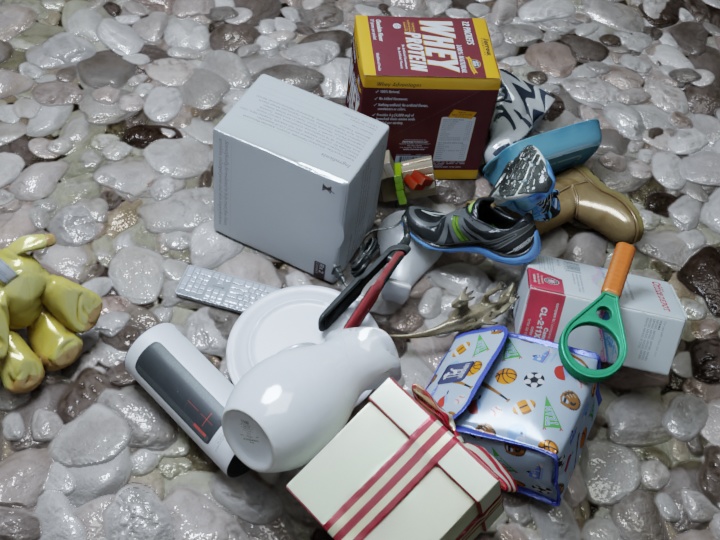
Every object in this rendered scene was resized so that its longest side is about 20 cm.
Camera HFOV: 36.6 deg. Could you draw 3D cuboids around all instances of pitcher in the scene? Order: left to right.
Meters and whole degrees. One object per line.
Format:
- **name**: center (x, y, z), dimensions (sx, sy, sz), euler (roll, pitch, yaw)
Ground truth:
- **pitcher**: center (-0.076, 0.138, 1.235), dimensions (0.171, 0.122, 0.200), euler (-1, 25, 43)

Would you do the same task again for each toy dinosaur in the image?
- **toy dinosaur**: center (0.137, 0.063, 1.412), dimensions (0.199, 0.101, 0.058), euler (-20, 75, -21)

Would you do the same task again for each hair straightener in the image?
- **hair straightener**: center (0.000, 0.000, 1.396), dimensions (0.077, 0.041, 0.200), euler (25, 63, 18)

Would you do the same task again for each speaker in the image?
- **speaker**: center (-0.192, 0.155, 1.305), dimensions (0.081, 0.081, 0.200), euler (-34, 63, -30)

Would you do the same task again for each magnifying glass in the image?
- **magnifying glass**: center (0.296, 0.048, 1.319), dimensions (0.079, 0.022, 0.201), euler (21, 61, 8)

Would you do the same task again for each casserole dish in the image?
- **casserole dish**: center (0.275, -0.166, 1.610), dimensions (0.199, 0.121, 0.039), euler (-18, 73, -21)

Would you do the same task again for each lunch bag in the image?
- **lunch bag**: center (0.173, 0.164, 1.323), dimensions (0.199, 0.124, 0.170), euler (14, 49, 26)

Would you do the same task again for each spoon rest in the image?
- **spoon rest**: center (0.062, -0.019, 1.505), dimensions (0.099, 0.061, 0.200), euler (16, 37, 4)

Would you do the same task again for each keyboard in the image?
- **keyboard**: center (-0.145, 0.037, 1.452), dimensions (0.199, 0.011, 0.056), euler (15, 51, 5)

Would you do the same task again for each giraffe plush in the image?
- **giraffe plush**: center (-0.443, 0.031, 1.340), dimensions (0.172, 0.201, 0.162), euler (-39, 36, -28)

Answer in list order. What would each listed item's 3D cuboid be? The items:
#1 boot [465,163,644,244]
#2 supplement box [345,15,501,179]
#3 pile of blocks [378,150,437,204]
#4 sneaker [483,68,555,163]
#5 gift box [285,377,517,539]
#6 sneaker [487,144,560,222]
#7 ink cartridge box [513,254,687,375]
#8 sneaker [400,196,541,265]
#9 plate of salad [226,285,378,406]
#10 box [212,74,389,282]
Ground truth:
- **boot**: center (0.278, -0.069, 1.564), dimensions (0.199, 0.066, 0.175), euler (-21, 44, -23)
- **supplement box**: center (0.084, -0.251, 1.595), dimensions (0.196, 0.200, 0.133), euler (0, 50, -8)
- **pile of blocks**: center (0.017, -0.131, 1.551), dimensions (0.199, 0.082, 0.062), euler (12, 28, -5)
- **sneaker**: center (0.205, -0.245, 1.669), dimensions (0.129, 0.080, 0.199), euler (36, 54, 6)
- **gift box**: center (0.047, 0.239, 1.195), dimensions (0.187, 0.200, 0.184), euler (-44, 72, -9)
- **sneaker**: center (0.235, -0.109, 1.447), dimensions (0.090, 0.200, 0.079), euler (30, 90, -2)
- **ink cartridge box**: center (0.305, 0.054, 1.413), dimensions (0.199, 0.083, 0.146), euler (13, 19, 3)
- **sneaker**: center (0.148, -0.064, 1.457), dimensions (0.199, 0.083, 0.071), euler (12, 33, 29)
- **plate of salad**: center (-0.069, 0.107, 1.376), dimensions (0.199, 0.048, 0.201), euler (0, 55, 0)
- **box**: center (-0.084, -0.123, 1.468), dimensions (0.199, 0.199, 0.131), euler (24, 51, 12)
